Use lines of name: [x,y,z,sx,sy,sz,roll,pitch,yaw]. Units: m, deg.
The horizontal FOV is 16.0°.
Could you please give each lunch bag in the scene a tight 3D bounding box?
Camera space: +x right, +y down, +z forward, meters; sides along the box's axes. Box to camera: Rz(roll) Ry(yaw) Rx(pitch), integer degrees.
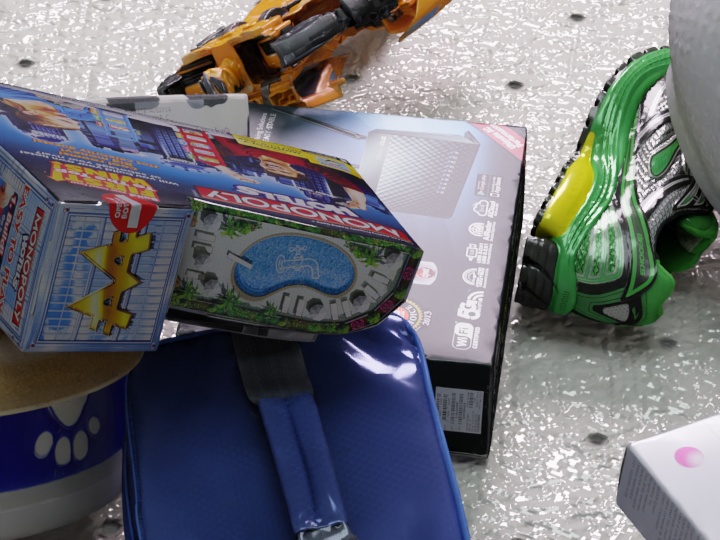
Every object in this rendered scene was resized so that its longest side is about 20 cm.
lunch bag: [-0.025,0.117,1.031,0.135,0.133,0.200,-12,44,-3]

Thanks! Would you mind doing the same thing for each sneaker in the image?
sneaker: [0.147,-0.038,1.319,0.085,0.078,0.200,21,48,9]

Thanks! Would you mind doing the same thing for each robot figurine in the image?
robot figurine: [-0.019,-0.132,1.398,0.145,0.058,0.200,-16,17,44]

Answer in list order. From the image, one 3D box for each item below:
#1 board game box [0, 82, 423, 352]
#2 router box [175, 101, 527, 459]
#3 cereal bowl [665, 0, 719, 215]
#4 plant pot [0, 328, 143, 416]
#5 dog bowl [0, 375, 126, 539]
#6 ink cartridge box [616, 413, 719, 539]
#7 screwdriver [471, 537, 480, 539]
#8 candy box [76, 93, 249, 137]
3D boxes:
board game box: [-0.085,-0.014,1.023,0.199,0.062,0.200,12,14,-14]
router box: [0.000,0.000,1.260,0.149,0.062,0.200,4,38,6]
cereal bowl: [0.211,-0.078,1.293,0.083,0.200,0.200,-25,30,25]
plant pot: [-0.187,0.018,1.044,0.199,0.028,0.200,2,17,-1]
dog bowl: [-0.197,0.050,1.122,0.199,0.079,0.200,2,16,-1]
ink cartridge box: [0.241,0.118,1.069,0.196,0.043,0.200,-16,43,-24]
screwdriver: [0.061,0.125,1.135,0.199,0.028,0.029,17,11,16]
candy box: [-0.169,-0.048,1.226,0.199,0.061,0.136,-3,3,32]
